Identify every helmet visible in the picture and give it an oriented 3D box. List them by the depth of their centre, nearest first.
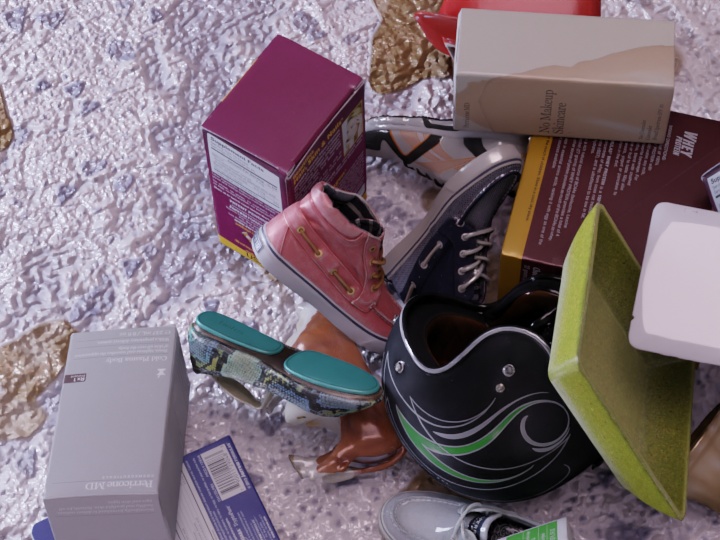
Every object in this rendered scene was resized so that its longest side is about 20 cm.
[{"bbox_3d":[0.117,0.105,1.519,0.189,0.200,0.202,-20,55,27],"label":"helmet"}]

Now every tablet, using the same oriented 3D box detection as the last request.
[{"bbox_3d":[0.329,0.020,1.421,0.198,0.014,0.131,11,74,13],"label":"tablet"}]

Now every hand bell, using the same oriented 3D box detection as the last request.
[{"bbox_3d":[0.367,0.219,1.524,0.200,0.104,0.104,38,67,7],"label":"hand bell"}]

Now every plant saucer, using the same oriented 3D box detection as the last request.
[{"bbox_3d":[0.216,0.080,1.456,0.048,0.200,0.201,-18,35,28],"label":"plant saucer"}]

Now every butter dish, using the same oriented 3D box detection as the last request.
[{"bbox_3d":[0.166,-0.273,1.718,0.198,0.199,0.149,12,89,9],"label":"butter dish"}]

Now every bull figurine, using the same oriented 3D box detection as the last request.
[{"bbox_3d":[-0.034,0.107,1.595,0.121,0.065,0.201,-29,57,-7],"label":"bull figurine"}]

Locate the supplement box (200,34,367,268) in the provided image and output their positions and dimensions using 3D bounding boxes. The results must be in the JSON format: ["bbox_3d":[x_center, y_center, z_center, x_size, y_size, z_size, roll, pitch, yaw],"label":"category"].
[{"bbox_3d":[-0.069,-0.100,1.637,0.103,0.201,0.131,30,63,17],"label":"supplement box"}]

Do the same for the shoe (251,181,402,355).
[{"bbox_3d":[0.000,0.000,1.578,0.091,0.200,0.072,-39,35,21],"label":"shoe"}]

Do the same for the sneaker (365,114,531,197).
[{"bbox_3d":[0.076,-0.111,1.692,0.199,0.073,0.081,6,94,39],"label":"sneaker"}]

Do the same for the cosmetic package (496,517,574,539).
[{"bbox_3d":[0.091,0.282,1.428,0.198,0.108,0.086,-19,91,5],"label":"cosmetic package"}]

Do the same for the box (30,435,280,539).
[{"bbox_3d":[-0.182,0.241,1.538,0.199,0.032,0.122,-22,61,-13],"label":"box"}]

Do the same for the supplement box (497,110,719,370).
[{"bbox_3d":[0.246,-0.041,1.634,0.198,0.133,0.199,12,61,9],"label":"supplement box"}]

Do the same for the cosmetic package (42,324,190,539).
[{"bbox_3d":[-0.213,0.150,1.532,0.106,0.091,0.201,-5,41,2],"label":"cosmetic package"}]

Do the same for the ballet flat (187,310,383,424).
[{"bbox_3d":[-0.068,0.099,1.539,0.199,0.074,0.074,23,62,27],"label":"ballet flat"}]

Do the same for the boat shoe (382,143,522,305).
[{"bbox_3d":[0.102,-0.023,1.609,0.074,0.200,0.093,-10,60,-42],"label":"boat shoe"}]

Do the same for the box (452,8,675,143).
[{"bbox_3d":[0.185,-0.178,1.586,0.198,0.095,0.078,3,60,6],"label":"box"}]

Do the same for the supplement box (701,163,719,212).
[{"bbox_3d":[0.406,-0.018,1.516,0.130,0.103,0.202,-12,78,-31],"label":"supplement box"}]

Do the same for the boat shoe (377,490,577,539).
[{"bbox_3d":[0.111,0.232,1.514,0.199,0.072,0.070,17,61,11],"label":"boat shoe"}]
